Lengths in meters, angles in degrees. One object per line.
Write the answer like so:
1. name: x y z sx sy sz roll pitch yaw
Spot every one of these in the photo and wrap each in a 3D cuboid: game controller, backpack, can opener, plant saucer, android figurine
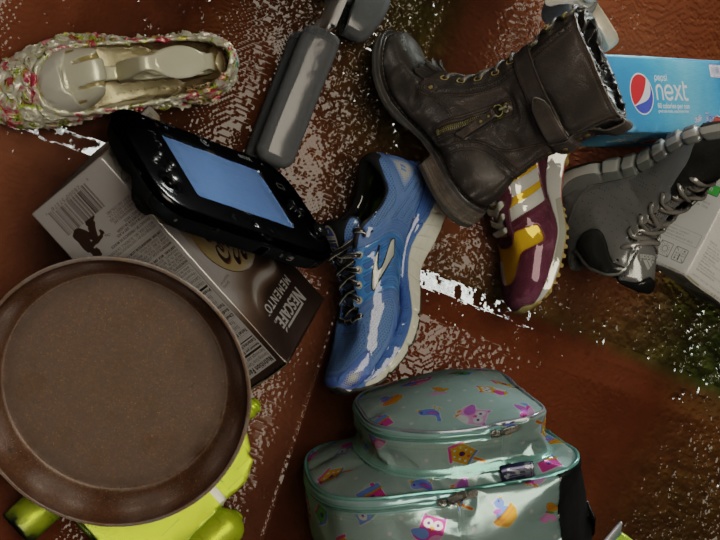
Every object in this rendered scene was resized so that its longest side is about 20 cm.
1. game controller: -0.100 -0.058 1.272 0.200 0.042 0.104 19 41 -53
2. backpack: 0.055 0.162 1.330 0.200 0.176 0.153 -17 106 -9
3. can opener: -0.030 -0.168 1.395 0.066 0.053 0.200 29 76 -17
4. plant saucer: -0.176 0.083 1.253 0.200 0.034 0.200 1 104 2
5. android figurine: -0.163 0.148 1.326 0.200 0.041 0.182 -41 99 -17

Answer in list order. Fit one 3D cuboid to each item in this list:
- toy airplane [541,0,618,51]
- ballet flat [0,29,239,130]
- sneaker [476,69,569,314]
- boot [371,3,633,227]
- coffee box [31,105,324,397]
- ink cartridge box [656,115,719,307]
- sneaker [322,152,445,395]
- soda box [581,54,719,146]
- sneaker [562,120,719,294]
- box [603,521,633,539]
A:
1. toy airplane: 0.122 -0.281 1.389 0.200 0.199 0.141 24 45 24
2. ballet flat: -0.183 -0.151 1.330 0.200 0.064 0.076 -13 91 -21
3. sneaker: 0.118 -0.065 1.434 0.090 0.075 0.200 13 72 -21
4. boot: 0.111 -0.147 1.363 0.069 0.174 0.200 11 47 -53
5. coffee box: -0.130 -0.008 1.302 0.080 0.113 0.200 -36 102 25
6. ink cartridge box: 0.321 -0.074 1.476 0.109 0.050 0.200 29 87 -49
7. sneaker: 0.000 0.000 1.374 0.089 0.079 0.200 25 69 -31
8. soda box: 0.219 -0.136 1.435 0.200 0.068 0.064 -4 86 -48
9. sneaker: 0.244 -0.041 1.409 0.075 0.200 0.116 16 65 -42
10. box: 0.171 0.278 1.356 0.048 0.200 0.122 36 70 17
